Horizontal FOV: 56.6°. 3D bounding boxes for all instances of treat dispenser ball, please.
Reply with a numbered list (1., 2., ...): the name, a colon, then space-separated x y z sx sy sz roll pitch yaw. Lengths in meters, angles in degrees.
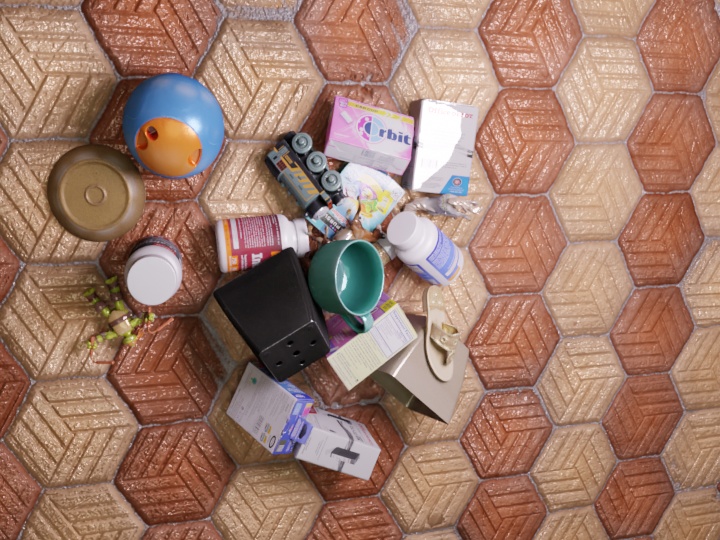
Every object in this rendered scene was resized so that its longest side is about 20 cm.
1. treat dispenser ball: -0.371 -0.286 1.330 0.195 0.201 0.207 -3 103 -15

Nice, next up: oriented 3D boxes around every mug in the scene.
1. mug: -0.040 0.030 1.409 0.150 0.113 0.191 14 81 -45

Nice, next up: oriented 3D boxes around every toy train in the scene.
1. toy train: -0.119 -0.206 1.454 0.113 0.085 0.201 -38 83 -4

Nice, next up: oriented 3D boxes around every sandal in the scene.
1. sandal: 0.188 0.137 1.492 0.076 0.069 0.218 -1 78 -36

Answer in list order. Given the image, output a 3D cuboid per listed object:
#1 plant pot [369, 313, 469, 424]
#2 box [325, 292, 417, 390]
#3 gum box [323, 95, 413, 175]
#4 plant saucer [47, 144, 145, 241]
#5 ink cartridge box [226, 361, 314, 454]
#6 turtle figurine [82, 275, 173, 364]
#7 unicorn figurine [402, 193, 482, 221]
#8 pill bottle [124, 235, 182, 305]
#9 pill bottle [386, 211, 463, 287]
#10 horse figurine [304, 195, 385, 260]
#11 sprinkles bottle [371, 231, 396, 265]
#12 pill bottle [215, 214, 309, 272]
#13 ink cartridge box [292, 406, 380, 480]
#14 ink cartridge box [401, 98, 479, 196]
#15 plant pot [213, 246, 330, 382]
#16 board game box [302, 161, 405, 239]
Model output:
1. plant pot: 0.141 0.218 1.590 0.199 0.199 0.179 41 75 -19
2. box: 0.004 0.148 1.537 0.198 0.176 0.098 -36 110 -5
3. gum box: 0.024 -0.295 1.471 0.195 0.066 0.116 13 64 -11
4. plant saucer: -0.550 -0.158 1.392 0.195 0.035 0.206 -3 102 -15
5. ink cartridge box: -0.195 0.317 1.506 0.076 0.198 0.139 18 100 -56
6. turtle figurine: -0.514 0.097 1.441 0.196 0.064 0.164 -26 100 0
7. unicorn figurine: 0.184 -0.145 1.562 0.134 0.199 0.076 6 72 -29
8. pill bottle: -0.424 0.000 1.374 0.113 0.200 0.119 -3 103 -15
9. pill bottle: 0.146 -0.052 1.535 0.113 0.112 0.199 -52 134 0
10. horse figurine: -0.044 -0.075 1.480 0.198 0.050 0.134 -34 143 -12
11. sprinkles bottle: 0.000 0.000 1.564 0.200 0.068 0.068 -44 109 -3
12. pill bottle: -0.216 -0.062 1.465 0.194 0.113 0.116 -7 104 -14
13. ink cartridge box: -0.067 0.404 1.586 0.196 0.144 0.085 24 95 -21
14. ink cartridge box: 0.183 -0.283 1.546 0.142 0.084 0.206 4 100 -16
15. plant pot: -0.170 0.111 1.435 0.197 0.179 0.202 -30 142 -6
16. board game box: -0.014 -0.154 1.538 0.150 0.047 0.201 39 89 -19
